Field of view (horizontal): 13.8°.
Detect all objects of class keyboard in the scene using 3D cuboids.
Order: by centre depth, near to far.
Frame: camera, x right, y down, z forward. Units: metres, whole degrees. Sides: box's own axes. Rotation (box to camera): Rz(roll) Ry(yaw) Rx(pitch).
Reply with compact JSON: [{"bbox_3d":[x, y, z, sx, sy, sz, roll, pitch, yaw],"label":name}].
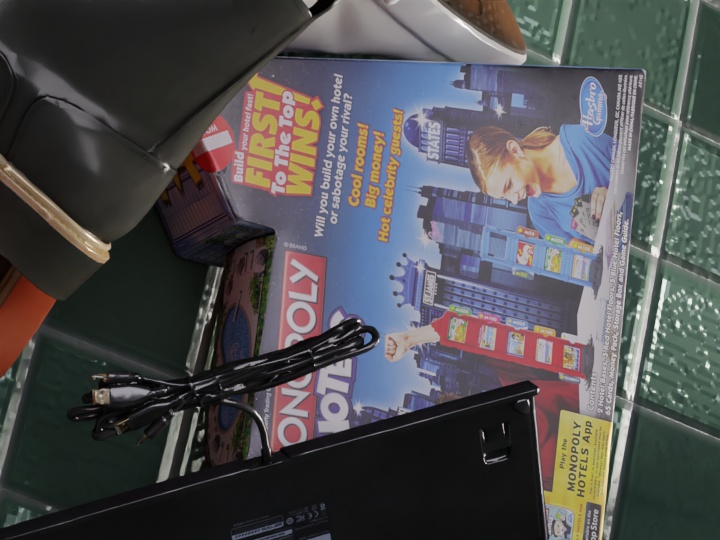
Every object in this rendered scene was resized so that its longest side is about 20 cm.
[{"bbox_3d":[-0.032,0.073,1.025,0.199,0.021,0.128,-15,122,-14],"label":"keyboard"}]

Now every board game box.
[{"bbox_3d":[0.000,0.000,1.107,0.199,0.062,0.201,15,72,-23],"label":"board game box"}]

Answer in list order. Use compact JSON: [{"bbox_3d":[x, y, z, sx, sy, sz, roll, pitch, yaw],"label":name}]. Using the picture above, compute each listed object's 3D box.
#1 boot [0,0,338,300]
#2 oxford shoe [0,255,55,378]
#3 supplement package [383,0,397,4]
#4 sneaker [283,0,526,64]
[{"bbox_3d":[-0.118,-0.109,0.962,0.138,0.077,0.200,-43,104,2],"label":"boot"},{"bbox_3d":[-0.109,-0.062,1.021,0.072,0.071,0.201,29,90,-16],"label":"oxford shoe"},{"bbox_3d":[0.042,-0.239,1.114,0.201,0.147,0.191,57,28,-4],"label":"supplement package"},{"bbox_3d":[-0.021,-0.113,1.137,0.199,0.085,0.073,26,37,-42],"label":"sneaker"}]
